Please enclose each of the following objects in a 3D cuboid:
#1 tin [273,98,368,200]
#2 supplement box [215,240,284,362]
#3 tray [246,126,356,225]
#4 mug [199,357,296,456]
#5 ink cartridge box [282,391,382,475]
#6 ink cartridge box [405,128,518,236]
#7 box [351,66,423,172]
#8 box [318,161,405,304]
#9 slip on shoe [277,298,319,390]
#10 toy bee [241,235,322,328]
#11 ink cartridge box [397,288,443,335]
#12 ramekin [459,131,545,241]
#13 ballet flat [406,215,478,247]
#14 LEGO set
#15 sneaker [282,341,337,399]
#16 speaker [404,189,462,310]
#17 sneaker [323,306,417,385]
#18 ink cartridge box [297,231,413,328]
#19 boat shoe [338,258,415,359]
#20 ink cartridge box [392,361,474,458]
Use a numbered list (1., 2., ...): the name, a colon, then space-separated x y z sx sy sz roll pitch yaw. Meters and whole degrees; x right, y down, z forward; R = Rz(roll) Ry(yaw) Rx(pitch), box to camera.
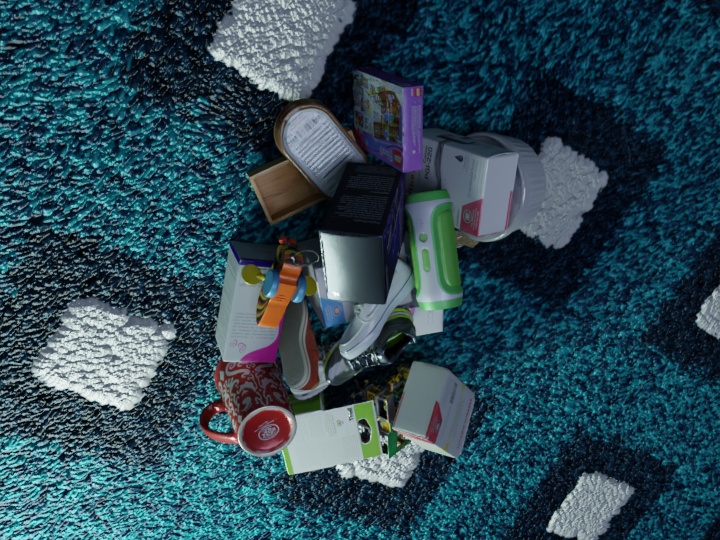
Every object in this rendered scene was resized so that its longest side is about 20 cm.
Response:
1. tin: -0.065 -0.205 1.325 0.112 0.042 0.200 -40 120 6
2. supplement box: -0.197 0.058 1.398 0.101 0.103 0.201 5 110 -23
3. tray: -0.093 -0.171 1.371 0.199 0.037 0.099 -26 119 -8
4. mug: -0.203 0.262 1.431 0.133 0.200 0.178 24 103 -28
5. ink cartridge box: -0.065 0.320 1.556 0.198 0.076 0.149 -11 117 -2
6. ink cartridge box: 0.172 -0.162 1.369 0.084 0.200 0.147 -13 118 -36
7. box: 0.043 -0.259 1.285 0.039 0.200 0.138 -11 117 -21
8. box: 0.009 -0.064 1.275 0.104 0.201 0.149 6 134 11
9. slip on shoe: -0.113 0.135 1.422 0.074 0.201 0.061 -29 140 23
10. toy bee: -0.122 0.002 1.299 0.200 0.109 0.131 -36 133 26
11. ink cartridge box: 0.088 0.076 1.500 0.199 0.117 0.068 -9 117 -15
12. ramekin: 0.252 -0.158 1.414 0.094 0.202 0.204 -13 119 -38
13. ballet flat: 0.150 -0.078 1.487 0.199 0.071 0.071 7 111 -22
14. LEGO set: 0.050 0.287 1.608 0.154 0.115 0.201 -37 129 -36
15. sneaker: -0.062 0.179 1.510 0.199 0.075 0.082 -35 129 -2
16. speaker: 0.127 -0.036 1.322 0.088 0.088 0.202 -9 93 -16
17. sneaker: 0.018 0.146 1.395 0.200 0.081 0.074 -38 118 4
18. ink cartridge box: 0.000 0.000 1.429 0.199 0.125 0.129 -16 118 -14
19. boat shoe: 0.017 0.061 1.356 0.067 0.073 0.200 41 83 -28
20. ink cartridge box: 0.155 0.289 1.565 0.200 0.083 0.146 45 59 -55
